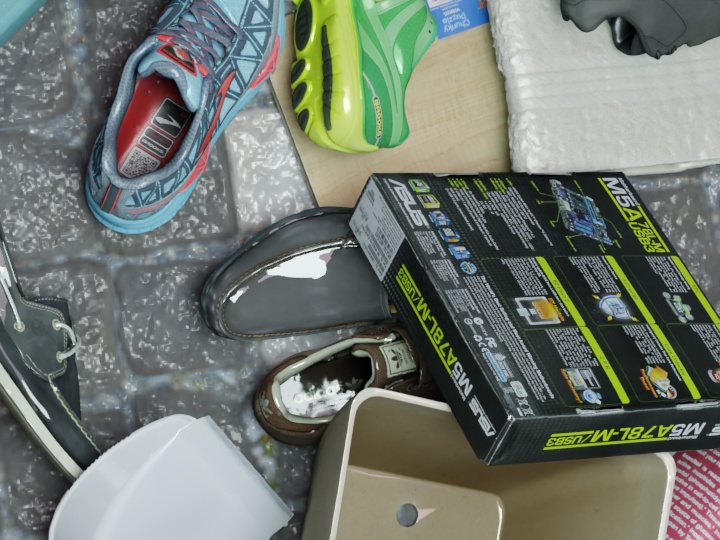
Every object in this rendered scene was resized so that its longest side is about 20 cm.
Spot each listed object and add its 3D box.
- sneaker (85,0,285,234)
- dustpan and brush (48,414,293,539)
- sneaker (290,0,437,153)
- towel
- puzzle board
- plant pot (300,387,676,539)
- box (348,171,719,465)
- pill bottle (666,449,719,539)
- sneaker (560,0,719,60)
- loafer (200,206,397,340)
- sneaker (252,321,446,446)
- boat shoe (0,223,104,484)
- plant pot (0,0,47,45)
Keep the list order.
[{"bbox_3d":[-0.100,-0.117,1.349,0.079,0.096,0.201,24,79,1],"label":"sneaker"},{"bbox_3d":[-0.152,0.165,1.323,0.200,0.057,0.140,-40,140,-5],"label":"dustpan and brush"},{"bbox_3d":[0.004,-0.168,1.397,0.083,0.074,0.202,14,75,-38],"label":"sneaker"},{"bbox_3d":[0.177,-0.129,1.458,0.199,0.034,0.134,-6,83,-24],"label":"towel"},{"bbox_3d":[0.044,-0.115,1.439,0.199,0.017,0.152,-21,90,-17],"label":"puzzle board"},{"bbox_3d":[0.048,0.188,1.327,0.199,0.177,0.201,12,82,-15],"label":"plant pot"},{"bbox_3d":[0.116,0.022,1.308,0.192,0.048,0.201,0,45,-34],"label":"box"},{"bbox_3d":[0.223,0.151,1.415,0.200,0.113,0.113,-45,98,-15],"label":"pill bottle"},{"bbox_3d":[0.203,-0.176,1.425,0.199,0.076,0.091,11,106,-32],"label":"sneaker"},{"bbox_3d":[0.000,0.000,1.371,0.199,0.072,0.073,-21,121,-17],"label":"loafer"},{"bbox_3d":[0.031,0.062,1.363,0.199,0.076,0.071,-20,83,-1],"label":"sneaker"},{"bbox_3d":[-0.195,0.045,1.326,0.067,0.072,0.201,-33,92,-12],"label":"boat shoe"},{"bbox_3d":[-0.208,-0.230,1.319,0.141,0.141,0.200,48,66,-7],"label":"plant pot"}]
